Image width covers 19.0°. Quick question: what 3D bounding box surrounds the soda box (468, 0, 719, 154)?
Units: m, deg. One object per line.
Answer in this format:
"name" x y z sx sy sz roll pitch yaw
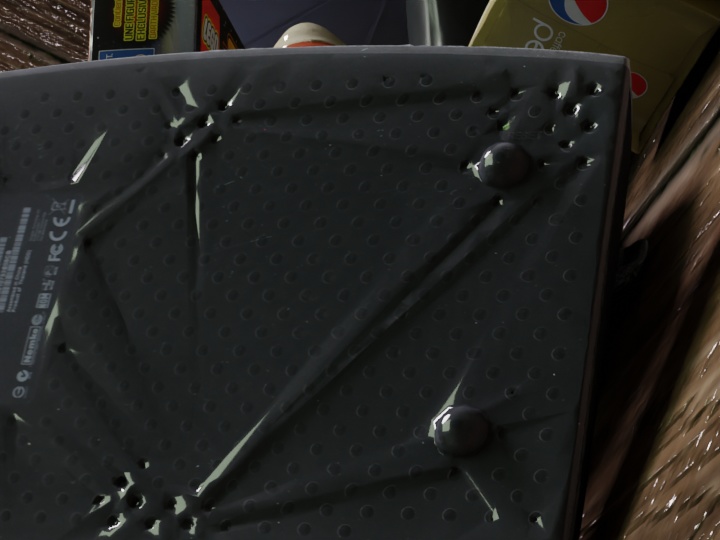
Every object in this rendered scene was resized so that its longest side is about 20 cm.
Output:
"soda box" 0.101 -0.133 0.736 0.064 0.068 0.200 -62 2 46

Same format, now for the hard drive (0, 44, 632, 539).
"hard drive" -0.036 0.013 0.510 0.042 0.200 0.135 52 -137 -56

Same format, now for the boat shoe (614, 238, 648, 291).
"boat shoe" 0.048 -0.009 0.625 0.200 0.091 0.071 -12 -92 -64

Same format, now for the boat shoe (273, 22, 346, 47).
"boat shoe" 0.000 0.000 0.810 0.063 0.071 0.200 -102 -4 -48

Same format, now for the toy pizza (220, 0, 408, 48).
"toy pizza" 0.011 -0.141 0.899 0.200 0.032 0.200 -25 -25 -13

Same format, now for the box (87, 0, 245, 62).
"box" -0.058 -0.010 0.782 0.200 0.040 0.137 62 -151 -72

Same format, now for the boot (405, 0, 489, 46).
"boot" 0.069 -0.093 0.820 0.204 0.073 0.154 17 -117 -55
